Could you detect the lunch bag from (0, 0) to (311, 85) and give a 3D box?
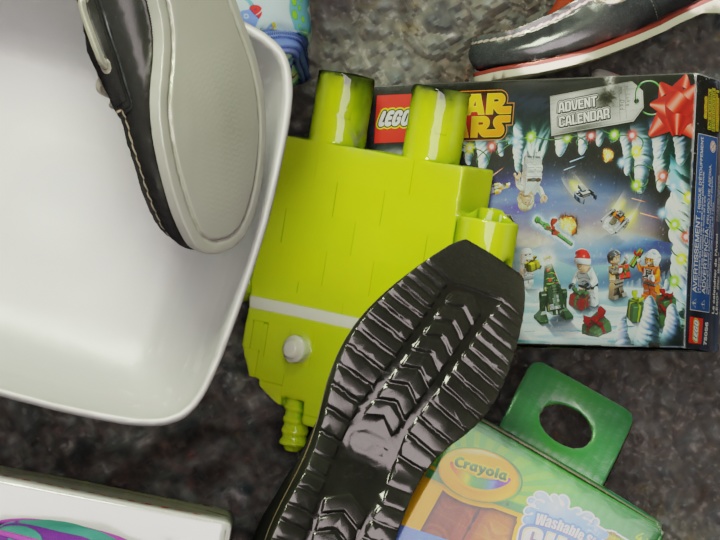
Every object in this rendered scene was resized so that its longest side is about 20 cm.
[{"bbox_3d":[-0.125,-0.126,1.423,0.199,0.161,0.083,-4,86,-3],"label":"lunch bag"}]

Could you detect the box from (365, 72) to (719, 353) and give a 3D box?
[{"bbox_3d":[0.091,-0.029,1.431,0.199,0.040,0.138,0,84,35],"label":"box"}]

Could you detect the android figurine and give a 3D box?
[{"bbox_3d":[0.000,0.000,1.443,0.181,0.041,0.201,14,94,34],"label":"android figurine"}]

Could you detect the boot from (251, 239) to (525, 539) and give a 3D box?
[{"bbox_3d":[0.000,0.081,1.383,0.077,0.138,0.200,36,77,-5],"label":"boot"}]

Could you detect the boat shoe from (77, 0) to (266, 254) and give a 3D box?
[{"bbox_3d":[-0.094,-0.105,1.247,0.060,0.074,0.201,-5,102,36],"label":"boat shoe"}]

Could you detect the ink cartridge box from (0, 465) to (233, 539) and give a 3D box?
[{"bbox_3d":[-0.146,0.179,1.383,0.146,0.200,0.147,11,86,-1],"label":"ink cartridge box"}]

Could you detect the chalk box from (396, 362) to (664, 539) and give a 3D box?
[{"bbox_3d":[0.071,0.147,1.431,0.124,0.124,0.201,28,86,-2],"label":"chalk box"}]

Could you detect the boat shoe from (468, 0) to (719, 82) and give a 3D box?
[{"bbox_3d":[0.144,-0.152,1.478,0.199,0.071,0.063,-22,99,-8],"label":"boat shoe"}]

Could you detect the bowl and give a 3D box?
[{"bbox_3d":[-0.142,-0.038,1.304,0.199,0.075,0.201,16,85,-1],"label":"bowl"}]

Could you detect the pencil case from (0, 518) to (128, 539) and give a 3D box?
[{"bbox_3d":[-0.148,0.212,1.239,0.092,0.085,0.201,11,88,14],"label":"pencil case"}]

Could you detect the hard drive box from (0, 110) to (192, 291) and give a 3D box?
[{"bbox_3d":[-0.174,-0.036,1.418,0.199,0.156,0.077,10,86,-1],"label":"hard drive box"}]

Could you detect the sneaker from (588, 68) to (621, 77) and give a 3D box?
[{"bbox_3d":[0.163,-0.070,1.475,0.199,0.078,0.100,-23,84,-5],"label":"sneaker"}]
